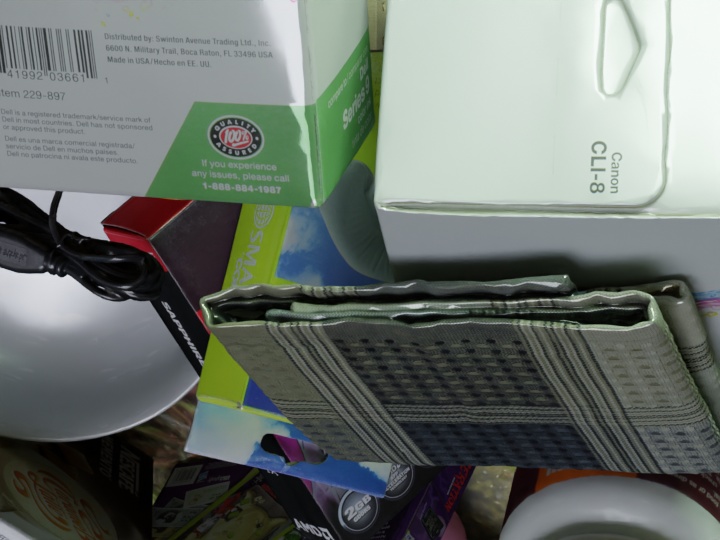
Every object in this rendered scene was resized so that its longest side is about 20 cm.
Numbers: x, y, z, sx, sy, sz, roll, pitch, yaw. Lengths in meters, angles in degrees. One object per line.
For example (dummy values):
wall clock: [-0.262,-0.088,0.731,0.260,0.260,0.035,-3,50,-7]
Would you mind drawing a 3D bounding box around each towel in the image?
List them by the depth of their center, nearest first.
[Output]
towel: [0.052,0.041,1.193,0.192,0.035,0.200,1,160,17]

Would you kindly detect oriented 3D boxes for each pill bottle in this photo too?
pill bottle: [0.126,0.111,1.358,0.114,0.200,0.114,7,129,8]

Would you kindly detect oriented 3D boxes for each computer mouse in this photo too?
computer mouse: [-0.110,-0.080,1.319,0.109,0.200,0.044,10,157,27]

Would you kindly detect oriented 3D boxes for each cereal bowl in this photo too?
cereal bowl: [-0.156,-0.017,1.430,0.200,0.083,0.200,2,123,4]

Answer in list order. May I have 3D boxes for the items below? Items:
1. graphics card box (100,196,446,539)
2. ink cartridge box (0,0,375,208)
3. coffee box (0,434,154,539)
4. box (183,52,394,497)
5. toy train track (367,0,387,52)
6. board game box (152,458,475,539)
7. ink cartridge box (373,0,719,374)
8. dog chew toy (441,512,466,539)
graphics card box: [-0.021,0.021,1.376,0.051,0.125,0.200,12,137,56]
ink cartridge box: [-0.078,-0.135,1.117,0.145,0.088,0.200,4,120,17]
coffee box: [-0.174,0.134,1.483,0.114,0.200,0.080,35,103,-12]
box: [0.000,0.000,1.330,0.122,0.200,0.048,16,176,-33]
toy train track: [-0.072,-0.105,1.260,0.200,0.033,0.115,1,92,31]
board game box: [-0.041,0.139,1.487,0.200,0.120,0.032,-11,123,38]
ink cartridge box: [0.088,-0.049,1.190,0.144,0.146,0.200,1,157,6]
dog chew toy: [0.039,0.201,1.549,0.124,0.125,0.200,-10,117,22]
